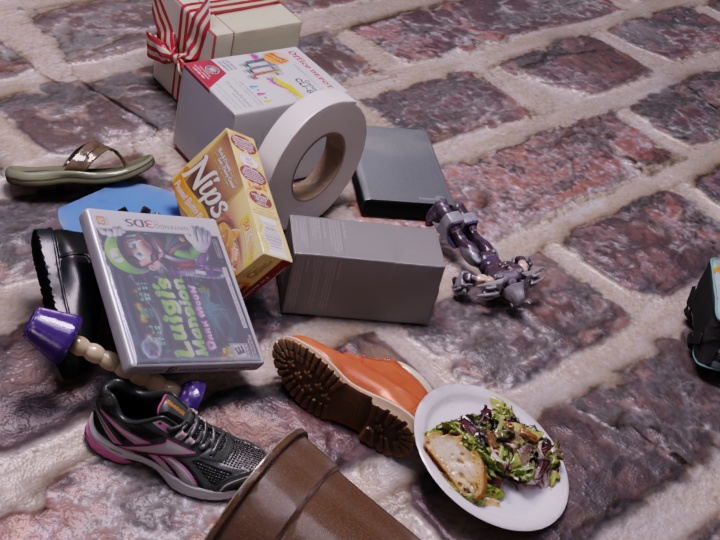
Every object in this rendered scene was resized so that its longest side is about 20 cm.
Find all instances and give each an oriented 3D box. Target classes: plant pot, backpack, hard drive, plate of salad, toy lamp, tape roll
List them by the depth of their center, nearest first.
[{"bbox_3d":[-0.031,0.281,1.012,0.198,0.201,0.200,33,41,12],"label":"plant pot"},{"bbox_3d":[-0.267,0.100,1.216,0.200,0.058,0.058,31,34,-18],"label":"toy lamp"},{"bbox_3d":[0.153,0.201,1.262,0.199,0.048,0.200,19,38,-16],"label":"plate of salad"},{"bbox_3d":[0.560,0.065,1.513,0.199,0.154,0.176,22,32,-1],"label":"backpack"},{"bbox_3d":[-0.069,-0.149,1.526,0.037,0.203,0.203,36,42,25],"label":"tape roll"},{"bbox_3d":[0.054,-0.150,1.705,0.139,0.033,0.200,3,39,-15],"label":"hard drive"}]

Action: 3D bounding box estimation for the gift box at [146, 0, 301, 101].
[{"bbox_3d":[-0.222,-0.358,1.746,0.186,0.201,0.184,-20,44,-34],"label":"gift box"}]

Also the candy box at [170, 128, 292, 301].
[{"bbox_3d":[-0.165,-0.065,1.416,0.055,0.115,0.200,20,42,-47],"label":"candy box"}]

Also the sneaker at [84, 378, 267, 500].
[{"bbox_3d":[-0.193,0.173,1.176,0.199,0.087,0.080,15,39,0],"label":"sneaker"}]

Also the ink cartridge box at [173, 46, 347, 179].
[{"bbox_3d":[-0.145,-0.221,1.637,0.200,0.145,0.145,-17,47,-35],"label":"ink cartridge box"}]

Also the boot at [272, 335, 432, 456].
[{"bbox_3d":[-0.006,0.128,1.314,0.200,0.075,0.107,33,37,9],"label":"boot"}]

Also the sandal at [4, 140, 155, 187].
[{"bbox_3d":[-0.376,-0.146,1.517,0.200,0.058,0.080,-5,10,-22],"label":"sandal"}]

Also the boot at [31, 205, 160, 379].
[{"bbox_3d":[-0.287,0.022,1.310,0.162,0.073,0.199,-6,65,-27],"label":"boot"}]

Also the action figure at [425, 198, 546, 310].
[{"bbox_3d":[0.171,-0.015,1.552,0.130,0.070,0.200,-6,46,-35],"label":"action figure"}]

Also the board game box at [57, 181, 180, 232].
[{"bbox_3d":[-0.295,-0.049,1.462,0.158,0.039,0.200,28,32,18],"label":"board game box"}]

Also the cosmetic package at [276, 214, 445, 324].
[{"bbox_3d":[0.000,0.000,1.442,0.199,0.107,0.090,5,39,-15],"label":"cosmetic package"}]

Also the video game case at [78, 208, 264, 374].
[{"bbox_3d":[-0.211,0.023,1.268,0.181,0.023,0.201,3,57,-44],"label":"video game case"}]
